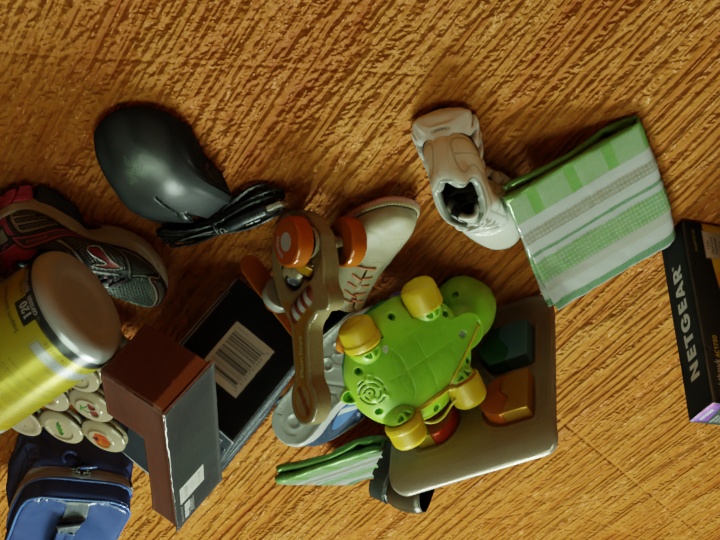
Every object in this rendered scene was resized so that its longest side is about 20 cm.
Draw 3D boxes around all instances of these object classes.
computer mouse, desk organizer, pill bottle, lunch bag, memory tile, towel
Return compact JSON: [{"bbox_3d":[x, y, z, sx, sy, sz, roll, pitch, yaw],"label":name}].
[{"bbox_3d":[-0.164,-0.074,1.436,0.137,0.053,0.200,-17,145,20],"label":"computer mouse"},{"bbox_3d":[-0.181,0.145,1.473,0.077,0.072,0.201,30,146,20],"label":"desk organizer"},{"bbox_3d":[-0.319,0.078,1.435,0.199,0.113,0.112,-33,140,18],"label":"pill bottle"},{"bbox_3d":[-0.337,0.261,1.857,0.134,0.134,0.200,7,146,-18],"label":"lunch bag"},{"bbox_3d":[-0.316,0.107,1.591,0.152,0.017,0.201,12,140,21],"label":"memory tile"},{"bbox_3d":[0.003,0.215,1.856,0.148,0.031,0.200,-22,165,20],"label":"towel"},{"bbox_3d":[0.218,-0.055,1.514,0.148,0.031,0.200,-30,142,1],"label":"towel"}]

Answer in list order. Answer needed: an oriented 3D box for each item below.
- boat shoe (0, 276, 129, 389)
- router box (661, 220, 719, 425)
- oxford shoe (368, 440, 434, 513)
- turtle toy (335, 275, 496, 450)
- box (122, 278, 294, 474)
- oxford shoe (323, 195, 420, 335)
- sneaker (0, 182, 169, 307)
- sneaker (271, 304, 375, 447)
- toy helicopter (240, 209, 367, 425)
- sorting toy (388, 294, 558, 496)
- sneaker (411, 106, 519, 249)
[{"bbox_3d":[-0.316,0.049,1.599,0.199,0.065,0.072,34,144,-19],"label":"boat shoe"},{"bbox_3d":[0.382,0.058,1.571,0.147,0.202,0.051,7,148,-18],"label":"router box"},{"bbox_3d":[0.090,0.171,1.733,0.084,0.202,0.073,22,175,29],"label":"oxford shoe"},{"bbox_3d":[0.058,0.076,1.602,0.199,0.147,0.101,-31,-163,-17],"label":"turtle toy"},{"bbox_3d":[-0.149,0.128,1.621,0.104,0.148,0.200,38,147,2],"label":"box"},{"bbox_3d":[0.000,0.000,1.550,0.070,0.075,0.200,12,144,-25],"label":"oxford shoe"},{"bbox_3d":[-0.265,-0.005,1.509,0.080,0.075,0.199,-29,141,33],"label":"sneaker"},{"bbox_3d":[-0.007,0.111,1.741,0.200,0.081,0.146,-47,168,12],"label":"sneaker"},{"bbox_3d":[-0.058,0.044,1.511,0.078,0.203,0.132,-1,176,-36],"label":"toy helicopter"},{"bbox_3d":[0.113,0.121,1.640,0.183,0.201,0.037,-19,131,22],"label":"sorting toy"},{"bbox_3d":[0.100,-0.064,1.462,0.074,0.082,0.200,-18,147,16],"label":"sneaker"}]
